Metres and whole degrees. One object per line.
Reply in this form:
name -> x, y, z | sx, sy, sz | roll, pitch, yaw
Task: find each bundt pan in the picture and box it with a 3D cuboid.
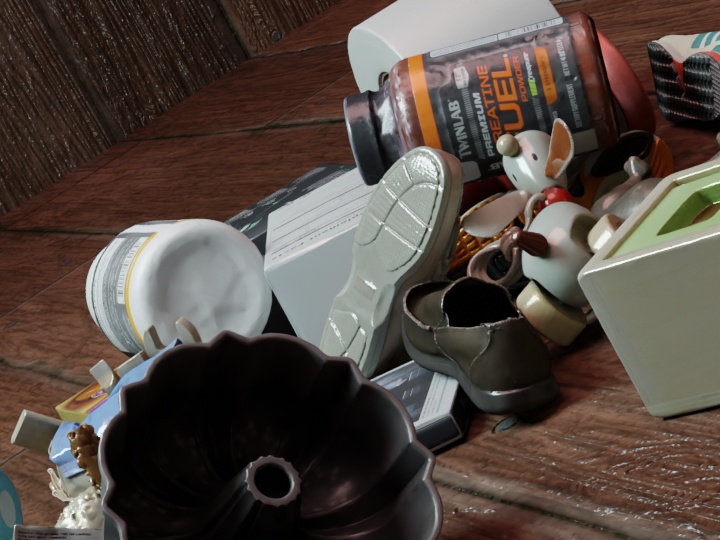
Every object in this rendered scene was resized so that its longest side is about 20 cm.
bundt pan -> -0.057, 0.138, 1.266 | 0.202, 0.202, 0.076 | -40, -16, -37

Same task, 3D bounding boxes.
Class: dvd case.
dvd case -> -0.010, 0.118, 1.553 | 0.199, 0.025, 0.150 | -25, 14, 16

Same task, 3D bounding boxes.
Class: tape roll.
tape roll -> 0.100, -0.161, 1.954 | 0.139, 0.203, 0.203 | -33, 14, -13

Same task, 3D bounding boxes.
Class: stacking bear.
stacking bear -> 0.131, -0.102, 1.813 | 0.199, 0.122, 0.114 | -33, 17, -7

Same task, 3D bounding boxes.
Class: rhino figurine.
rhino figurine -> 0.193, -0.034, 1.593 | 0.199, 0.060, 0.088 | -20, 33, 45

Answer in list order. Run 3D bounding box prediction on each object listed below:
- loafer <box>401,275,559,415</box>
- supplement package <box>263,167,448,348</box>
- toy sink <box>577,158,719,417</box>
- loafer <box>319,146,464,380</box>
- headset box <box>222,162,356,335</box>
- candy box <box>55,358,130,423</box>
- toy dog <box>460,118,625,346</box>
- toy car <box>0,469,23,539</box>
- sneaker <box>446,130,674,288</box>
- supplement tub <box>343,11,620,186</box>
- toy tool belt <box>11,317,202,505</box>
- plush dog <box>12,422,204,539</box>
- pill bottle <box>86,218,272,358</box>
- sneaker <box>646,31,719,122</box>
loafer -> 0.080, 0.034, 1.501 | 0.073, 0.072, 0.200 | -14, 19, -17
supplement package -> 0.000, 0.000, 1.761 | 0.117, 0.117, 0.200 | -26, 14, 6
toy sink -> 0.248, -0.011, 1.282 | 0.199, 0.112, 0.130 | -17, 19, 43
loafer -> 0.032, -0.002, 1.617 | 0.063, 0.201, 0.072 | 0, 34, -42
headset box -> -0.058, -0.014, 1.963 | 0.174, 0.093, 0.200 | -32, 10, -12
candy box -> -0.164, 0.109, 1.847 | 0.116, 0.057, 0.200 | -34, 15, -23
toy dog -> 0.121, -0.037, 1.546 | 0.132, 0.096, 0.200 | -57, 32, 2
toy car -> -0.303, 0.250, 1.419 | 0.183, 0.178, 0.200 | -15, 29, 12
sneaker -> 0.146, -0.042, 1.732 | 0.199, 0.076, 0.092 | -25, 5, -11
supplement tub -> 0.091, -0.121, 1.684 | 0.199, 0.108, 0.107 | -15, 15, 7
toy tool belt -> -0.150, 0.101, 1.630 | 0.200, 0.123, 0.125 | -40, 10, 11
plush dog -> -0.142, 0.189, 1.367 | 0.200, 0.161, 0.172 | -34, -13, -26
pill bottle -> -0.152, 0.018, 1.782 | 0.116, 0.117, 0.200 | -34, 11, -17
sneaker -> 0.307, -0.167, 1.867 | 0.093, 0.071, 0.200 | -13, 9, -8
